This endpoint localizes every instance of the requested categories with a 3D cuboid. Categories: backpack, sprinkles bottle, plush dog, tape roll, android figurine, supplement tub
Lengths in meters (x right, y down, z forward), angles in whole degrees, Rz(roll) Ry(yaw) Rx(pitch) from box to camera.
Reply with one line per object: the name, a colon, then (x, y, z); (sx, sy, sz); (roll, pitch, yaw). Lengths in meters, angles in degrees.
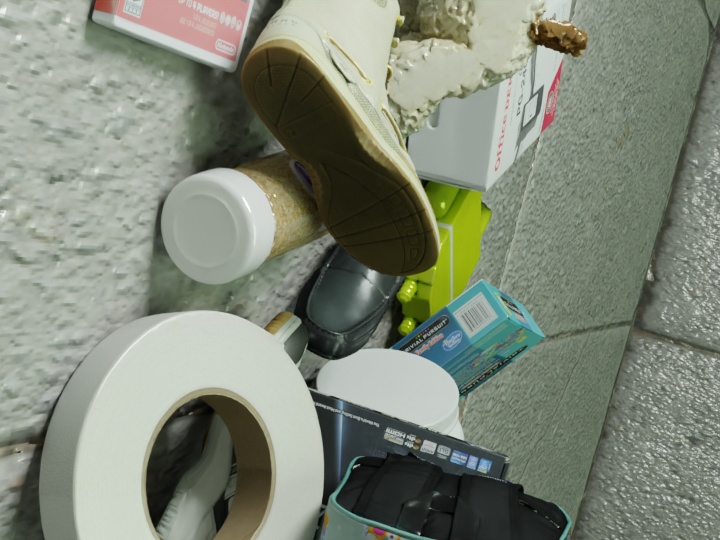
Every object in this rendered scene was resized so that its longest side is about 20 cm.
backpack: (0.049, 0.208, 0.840); (0.200, 0.174, 0.155); (46, 61, -82)
sprinkles bottle: (-0.054, -0.045, 0.845); (0.200, 0.068, 0.069); (-29, 132, -63)
plush dog: (0.074, -0.201, 0.967); (0.172, 0.159, 0.202); (-126, -136, -69)
tape roll: (-0.101, 0.125, 0.769); (0.202, 0.037, 0.205); (5, 83, -47)
android figurine: (0.084, -0.020, 1.272); (0.183, 0.041, 0.201); (85, 29, -47)
supplement tub: (0.014, 0.184, 1.096); (0.144, 0.143, 0.202); (-42, 143, -55)

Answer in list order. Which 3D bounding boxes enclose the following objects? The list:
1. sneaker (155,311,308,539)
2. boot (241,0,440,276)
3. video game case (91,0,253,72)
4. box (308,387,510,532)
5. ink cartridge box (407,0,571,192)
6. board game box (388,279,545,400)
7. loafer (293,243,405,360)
sneaker: (-0.071, 0.130, 0.884); (0.076, 0.087, 0.201); (123, -8, -75)
boot: (0.002, -0.109, 0.836); (0.201, 0.072, 0.155); (54, 31, -34)
video game case: (-0.082, -0.221, 0.706); (0.143, 0.017, 0.202); (4, 102, -69)
box: (-0.002, 0.188, 0.971); (0.044, 0.198, 0.162); (55, 54, -84)
ink cartridge box: (0.124, -0.180, 1.190); (0.200, 0.083, 0.146); (-45, 146, -53)
board game box: (0.095, 0.083, 1.262); (0.151, 0.047, 0.200); (-37, 163, 9)
loafer: (0.000, 0.000, 1.014); (0.071, 0.068, 0.201); (-65, 175, 34)
